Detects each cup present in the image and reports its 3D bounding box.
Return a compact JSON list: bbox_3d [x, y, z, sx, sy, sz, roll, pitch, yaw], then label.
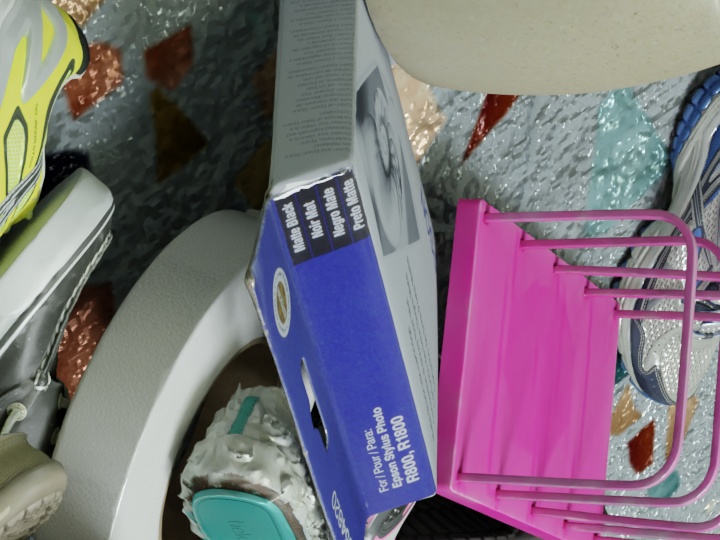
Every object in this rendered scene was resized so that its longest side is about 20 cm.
[{"bbox_3d":[0.112,-0.158,0.882,0.200,0.142,0.202,-32,133,-44],"label":"cup"}]

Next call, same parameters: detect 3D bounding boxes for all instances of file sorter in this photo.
[{"bbox_3d":[0.135,0.060,1.037,0.200,0.124,0.140,31,63,-59],"label":"file sorter"}]

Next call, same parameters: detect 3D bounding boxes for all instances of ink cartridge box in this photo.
[{"bbox_3d":[0.000,0.000,0.890,0.040,0.201,0.201,-6,134,10],"label":"ink cartridge box"}]

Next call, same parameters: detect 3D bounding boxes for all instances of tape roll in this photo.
[{"bbox_3d":[-0.073,0.072,0.908,0.203,0.037,0.204,-56,158,-36],"label":"tape roll"}]

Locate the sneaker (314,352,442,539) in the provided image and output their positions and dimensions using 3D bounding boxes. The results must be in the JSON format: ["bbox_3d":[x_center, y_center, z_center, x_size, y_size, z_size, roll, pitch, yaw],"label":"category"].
[{"bbox_3d":[-0.017,0.119,1.007,0.201,0.080,0.086,-65,166,-10],"label":"sneaker"}]

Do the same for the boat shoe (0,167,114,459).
[{"bbox_3d":[-0.148,0.052,0.845,0.063,0.071,0.201,33,100,-13],"label":"boat shoe"}]

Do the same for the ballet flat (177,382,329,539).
[{"bbox_3d":[-0.034,0.118,0.914,0.072,0.072,0.201,-36,149,-21],"label":"ballet flat"}]

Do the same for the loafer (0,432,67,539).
[{"bbox_3d":[-0.200,0.099,0.775,0.199,0.069,0.076,-25,177,19],"label":"loafer"}]

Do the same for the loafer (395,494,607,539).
[{"bbox_3d":[0.058,0.154,1.125,0.199,0.073,0.072,4,114,-45],"label":"loafer"}]

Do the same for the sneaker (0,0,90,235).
[{"bbox_3d":[-0.161,-0.017,0.794,0.076,0.075,0.201,16,105,-48],"label":"sneaker"}]

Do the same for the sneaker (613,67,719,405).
[{"bbox_3d":[0.200,-0.007,1.149,0.077,0.085,0.202,-10,123,-40],"label":"sneaker"}]
